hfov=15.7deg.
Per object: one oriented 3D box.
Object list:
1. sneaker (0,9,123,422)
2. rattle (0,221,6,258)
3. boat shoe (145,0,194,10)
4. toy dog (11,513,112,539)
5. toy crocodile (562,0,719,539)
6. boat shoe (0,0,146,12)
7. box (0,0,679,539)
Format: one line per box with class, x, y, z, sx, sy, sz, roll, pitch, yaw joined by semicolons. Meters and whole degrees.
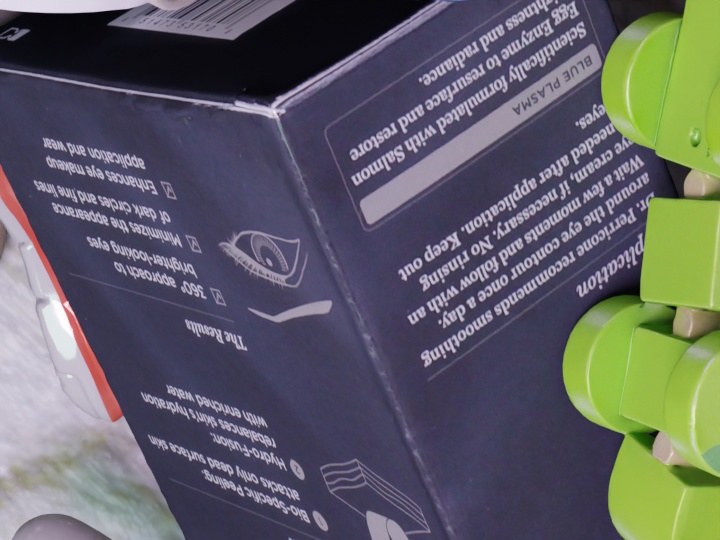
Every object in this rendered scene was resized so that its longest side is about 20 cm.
sneaker;-0.085;-0.039;0.904;0.082;0.077;0.200;-13;128;6
rattle;-0.212;0.017;0.955;0.130;0.143;0.200;25;125;-15
boat shoe;-0.061;-0.157;0.642;0.057;0.067;0.200;22;130;22
toy dog;-0.043;0.153;0.992;0.200;0.132;0.096;50;160;-3
toy crocodile;0.102;-0.009;0.708;0.067;0.062;0.200;19;103;61
boat shoe;-0.140;-0.140;0.800;0.200;0.072;0.068;27;128;23
box;0.000;0.000;0.804;0.197;0.117;0.200;15;133;55
